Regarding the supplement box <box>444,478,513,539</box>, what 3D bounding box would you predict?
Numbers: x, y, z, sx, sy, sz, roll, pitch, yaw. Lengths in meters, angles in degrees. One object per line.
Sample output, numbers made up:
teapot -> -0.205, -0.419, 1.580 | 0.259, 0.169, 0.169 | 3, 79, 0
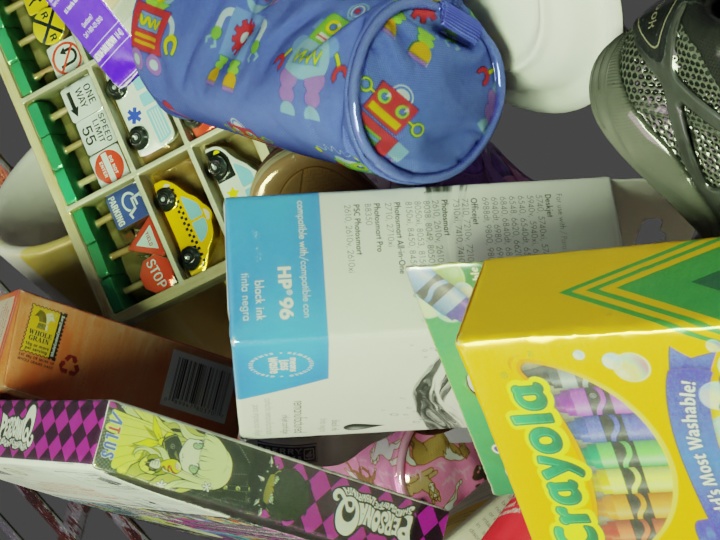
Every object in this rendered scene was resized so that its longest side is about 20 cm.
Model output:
supplement box -> 0.066, 0.166, 1.047 | 0.074, 0.200, 0.126 | 52, 158, 3

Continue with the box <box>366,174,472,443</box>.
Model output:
box -> 0.040, 0.003, 1.047 | 0.200, 0.041, 0.156 | 55, 156, -11

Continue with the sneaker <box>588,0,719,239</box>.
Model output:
sneaker -> 0.180, -0.030, 0.698 | 0.199, 0.076, 0.114 | 47, 154, 0

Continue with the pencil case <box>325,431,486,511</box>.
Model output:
pencil case -> 0.014, 0.119, 1.222 | 0.083, 0.087, 0.200 | 24, 168, -25

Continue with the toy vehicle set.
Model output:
toy vehicle set -> -0.115, -0.084, 1.029 | 0.200, 0.124, 0.027 | 66, -160, 7

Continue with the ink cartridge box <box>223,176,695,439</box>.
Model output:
ink cartridge box -> 0.045, 0.017, 0.821 | 0.116, 0.200, 0.068 | 92, 174, -66

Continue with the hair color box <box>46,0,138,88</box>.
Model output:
hair color box -> -0.133, -0.203, 0.948 | 0.200, 0.109, 0.065 | 51, 158, -5

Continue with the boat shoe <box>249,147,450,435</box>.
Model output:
boat shoe -> 0.000, 0.000, 0.967 | 0.200, 0.072, 0.072 | 50, -171, -41

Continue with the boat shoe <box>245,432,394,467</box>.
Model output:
boat shoe -> -0.014, 0.056, 1.038 | 0.200, 0.073, 0.065 | -42, -48, -81

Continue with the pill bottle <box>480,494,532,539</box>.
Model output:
pill bottle -> 0.118, 0.131, 0.887 | 0.112, 0.200, 0.112 | 31, 153, 18

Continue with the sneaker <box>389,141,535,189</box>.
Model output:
sneaker -> 0.073, -0.015, 0.913 | 0.081, 0.088, 0.200 | -83, -28, -58

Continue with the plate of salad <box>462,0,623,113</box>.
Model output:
plate of salad -> 0.038, -0.151, 0.799 | 0.200, 0.048, 0.200 | 41, 158, 21

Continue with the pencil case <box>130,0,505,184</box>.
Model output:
pencil case -> -0.024, -0.094, 0.847 | 0.078, 0.087, 0.200 | 22, 180, -38

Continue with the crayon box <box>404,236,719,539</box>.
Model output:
crayon box -> 0.120, 0.052, 0.713 | 0.200, 0.052, 0.126 | -5, 128, 25

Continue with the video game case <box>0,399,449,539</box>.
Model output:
video game case -> -0.086, 0.102, 0.936 | 0.181, 0.036, 0.200 | 22, 166, -28

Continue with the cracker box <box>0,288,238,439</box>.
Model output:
cracker box -> -0.159, 0.064, 1.067 | 0.134, 0.058, 0.200 | 20, 165, -23

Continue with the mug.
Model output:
mug -> -0.116, -0.002, 1.153 | 0.153, 0.149, 0.187 | 54, -166, -31
